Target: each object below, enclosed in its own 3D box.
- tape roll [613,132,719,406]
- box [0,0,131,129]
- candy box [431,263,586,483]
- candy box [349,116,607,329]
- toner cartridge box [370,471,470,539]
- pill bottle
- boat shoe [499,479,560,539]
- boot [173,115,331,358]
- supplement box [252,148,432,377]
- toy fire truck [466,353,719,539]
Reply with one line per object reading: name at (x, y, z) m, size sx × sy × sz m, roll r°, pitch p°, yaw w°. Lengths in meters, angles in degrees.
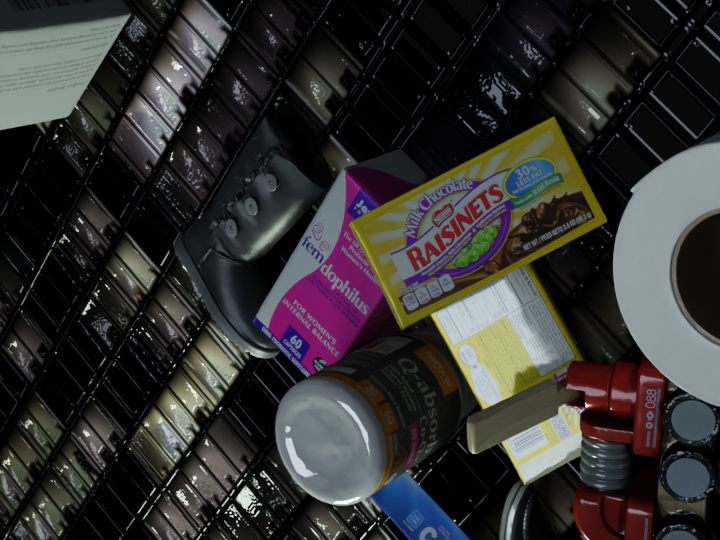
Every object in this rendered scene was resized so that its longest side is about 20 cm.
tape roll at (0.308, -0.011, 1.052) m, size 0.201 × 0.139 × 0.205 m, roll 12°, pitch 111°, yaw 34°
box at (-0.391, -0.268, 1.446) m, size 0.201 × 0.198 × 0.172 m, roll 51°, pitch 127°, yaw 13°
candy box at (0.141, 0.077, 1.246) m, size 0.102 × 0.026 × 0.201 m, roll -30°, pitch 86°, yaw 12°
candy box at (0.100, -0.041, 1.192) m, size 0.198 × 0.026 × 0.103 m, roll -28°, pitch 86°, yaw -3°
toner cartridge box at (0.056, 0.235, 1.332) m, size 0.043 × 0.095 × 0.200 m, roll -43°, pitch 66°, yaw -6°
pill bottle at (0.023, 0.124, 1.267) m, size 0.115 × 0.199 × 0.118 m, roll 12°, pitch 112°, yaw 32°
boat shoe at (0.173, 0.285, 1.293) m, size 0.062 × 0.075 × 0.202 m, roll -2°, pitch 108°, yaw 31°
boot at (-0.086, -0.032, 1.391) m, size 0.165 × 0.065 × 0.200 m, roll 50°, pitch 123°, yaw 10°
supplement box at (0.000, 0.000, 1.308) m, size 0.101 × 0.103 × 0.201 m, roll 44°, pitch 124°, yaw 18°
toy fire truck at (0.197, 0.153, 1.163) m, size 0.198 × 0.129 × 0.178 m, roll 7°, pitch 111°, yaw 18°
